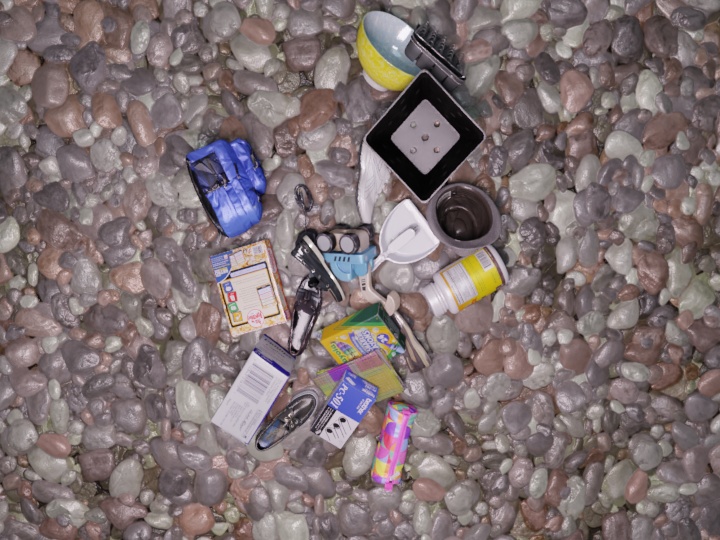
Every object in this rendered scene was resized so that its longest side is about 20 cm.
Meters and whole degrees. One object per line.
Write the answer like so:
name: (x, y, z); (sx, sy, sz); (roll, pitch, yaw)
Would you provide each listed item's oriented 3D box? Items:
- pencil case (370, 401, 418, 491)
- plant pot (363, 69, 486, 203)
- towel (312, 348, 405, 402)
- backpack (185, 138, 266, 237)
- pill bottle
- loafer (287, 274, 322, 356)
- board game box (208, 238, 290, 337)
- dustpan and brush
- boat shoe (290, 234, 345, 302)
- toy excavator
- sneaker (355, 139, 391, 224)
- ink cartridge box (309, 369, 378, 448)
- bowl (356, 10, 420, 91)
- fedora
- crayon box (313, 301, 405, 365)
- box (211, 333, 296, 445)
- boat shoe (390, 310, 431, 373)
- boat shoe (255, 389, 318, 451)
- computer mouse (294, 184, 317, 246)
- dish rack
pencil case: (0.084, 0.431, 1.439); (0.086, 0.088, 0.206); (12, 94, -2)
plant pot: (0.147, -0.305, 1.325); (0.199, 0.178, 0.200); (44, 105, -4)
towel: (-0.001, 0.269, 1.400); (0.196, 0.023, 0.145); (-24, 118, 23)
backpack: (-0.297, -0.189, 1.346); (0.164, 0.163, 0.205); (-23, 94, -2)
pill bottle: (0.249, 0.029, 1.396); (0.197, 0.109, 0.111); (-29, 94, 2)
loafer: (-0.137, 0.113, 1.420); (0.070, 0.063, 0.206); (13, 94, -1)
board game box: (-0.268, 0.043, 1.411); (0.147, 0.046, 0.206); (-14, 94, 10)
dustpan and brush: (0.079, -0.056, 1.409); (0.199, 0.057, 0.140); (-39, 96, 22)
boat shoe: (-0.103, 0.012, 1.377); (0.066, 0.074, 0.201); (-36, 130, -9)
toy excavator: (0.000, 0.000, 1.380); (0.190, 0.100, 0.206); (5, 111, 28)
sneaker: (0.031, -0.212, 1.395); (0.084, 0.075, 0.207); (5, 95, -6)
ink cartridge box: (-0.041, 0.338, 1.404); (0.092, 0.045, 0.202); (29, 122, -2)
bowl: (0.063, -0.484, 1.343); (0.199, 0.201, 0.108); (41, 135, -4)
fedora: (0.239, -0.106, 1.370); (0.172, 0.091, 0.204); (-14, 57, -7)
crayon box: (-0.006, 0.171, 1.378); (0.197, 0.052, 0.127); (-26, 118, 24)
box: (-0.244, 0.273, 1.363); (0.104, 0.200, 0.186); (32, 94, -4)
boat shoe: (0.097, 0.166, 1.423); (0.073, 0.075, 0.202); (-34, 93, 2)
boat shoe: (-0.183, 0.379, 1.444); (0.199, 0.057, 0.069); (-42, 94, 3)
computer mouse: (-0.132, -0.109, 1.423); (0.057, 0.034, 0.207); (-5, 90, 17)
dish rack: (0.176, -0.497, 1.317); (0.152, 0.202, 0.054); (37, 131, -15)
